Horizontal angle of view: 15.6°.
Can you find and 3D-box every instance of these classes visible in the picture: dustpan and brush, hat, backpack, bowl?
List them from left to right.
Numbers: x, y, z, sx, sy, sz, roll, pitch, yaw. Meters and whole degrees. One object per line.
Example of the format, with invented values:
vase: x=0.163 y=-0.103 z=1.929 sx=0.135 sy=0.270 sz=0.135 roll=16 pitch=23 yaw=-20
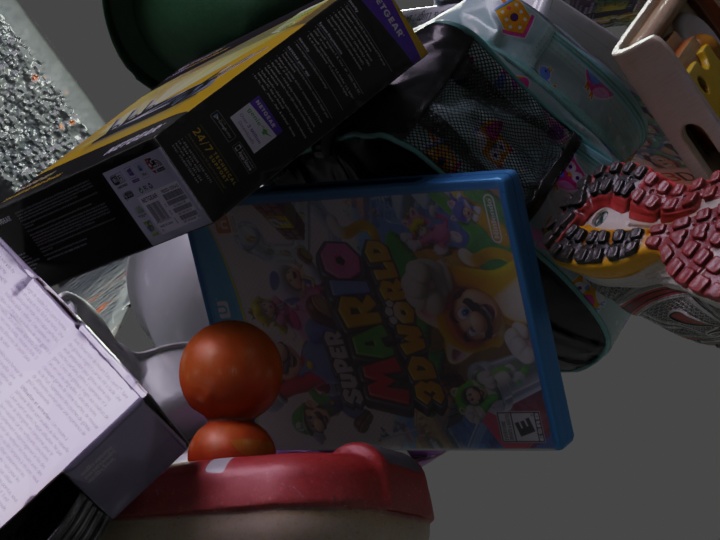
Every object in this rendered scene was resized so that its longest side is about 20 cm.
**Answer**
dustpan and brush: x=-0.127 y=0.078 z=1.597 sx=0.140 sy=0.200 sz=0.057 roll=-37 pitch=51 yaw=3
hat: x=-0.044 y=-0.119 z=1.409 sx=0.166 sy=0.200 sz=0.176 roll=-8 pitch=41 yaw=-11
bowl: x=-0.048 y=0.029 z=1.664 sx=0.201 sy=0.201 sz=0.090 roll=-32 pitch=36 yaw=20
backpack: x=0.071 y=-0.042 z=1.410 sx=0.153 sy=0.200 sz=0.176 roll=-50 pitch=13 yaw=-25

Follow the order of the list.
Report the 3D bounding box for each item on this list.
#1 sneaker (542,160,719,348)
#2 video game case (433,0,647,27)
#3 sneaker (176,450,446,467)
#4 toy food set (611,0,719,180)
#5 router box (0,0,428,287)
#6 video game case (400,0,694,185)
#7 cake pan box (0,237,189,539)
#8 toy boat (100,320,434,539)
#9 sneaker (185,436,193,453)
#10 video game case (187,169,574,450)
sneaker: x=0.179 y=-0.005 z=1.255 sx=0.078 sy=0.082 sz=0.200 roll=-57 pitch=32 yaw=-12
video game case: x=0.134 y=-0.166 z=1.564 sx=0.182 sy=0.023 sz=0.200 roll=-6 pitch=-3 yaw=2
sneaker: x=-0.020 y=0.125 z=1.409 sx=0.200 sy=0.073 sz=0.114 roll=-29 pitch=30 yaw=11
toy food set: x=0.210 y=-0.094 z=1.374 sx=0.060 sy=0.144 sz=0.200 roll=-31 pitch=10 yaw=29
router box: x=-0.081 y=-0.067 z=1.321 sx=0.157 sy=0.052 sz=0.200 roll=-40 pitch=12 yaw=-32
video game case: x=0.120 y=-0.099 z=1.515 sx=0.182 sy=0.200 sz=0.024 roll=2 pitch=66 yaw=56
cake pan box: x=-0.200 y=0.088 z=1.265 sx=0.184 sy=0.052 sz=0.200 roll=-45 pitch=44 yaw=-5
toy boat: x=-0.065 y=0.089 z=1.288 sx=0.200 sy=0.131 sz=0.131 roll=-6 pitch=-13 yaw=24
sneaker: x=-0.048 y=0.115 z=1.569 sx=0.200 sy=0.070 sz=0.082 roll=-35 pitch=33 yaw=-11
video game case: x=0.006 y=0.024 z=1.337 sx=0.200 sy=0.143 sz=0.018 roll=-2 pitch=18 yaw=35
